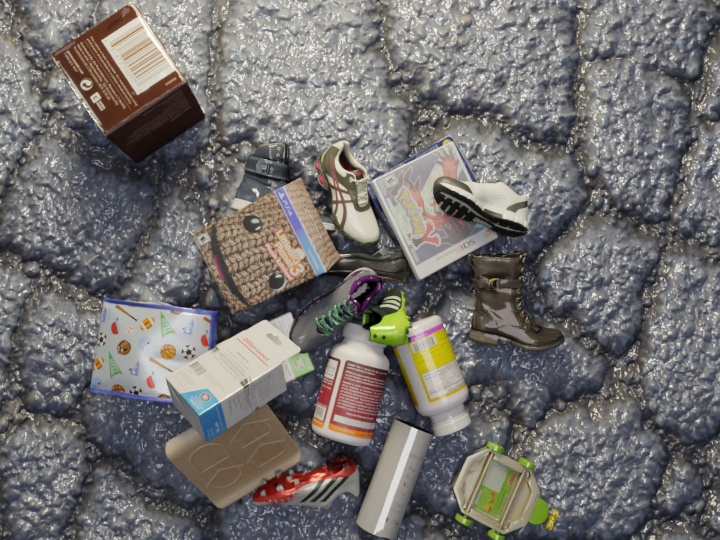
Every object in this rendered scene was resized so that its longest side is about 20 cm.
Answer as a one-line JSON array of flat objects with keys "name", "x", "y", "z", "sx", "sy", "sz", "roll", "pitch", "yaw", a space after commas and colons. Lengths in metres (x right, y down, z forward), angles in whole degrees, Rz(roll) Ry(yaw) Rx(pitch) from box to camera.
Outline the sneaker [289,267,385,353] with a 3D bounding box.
[{"name": "sneaker", "x": -0.043, "y": 0.069, "z": 1.184, "sx": 0.200, "sy": 0.087, "sz": 0.075, "roll": -44, "pitch": 102, "yaw": -8}]

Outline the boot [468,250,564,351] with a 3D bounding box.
[{"name": "boot", "x": 0.291, "y": 0.052, "z": 1.261, "sx": 0.197, "sy": 0.069, "sz": 0.177, "roll": 5, "pitch": 99, "yaw": -2}]

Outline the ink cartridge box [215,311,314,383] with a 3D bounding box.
[{"name": "ink cartridge box", "x": -0.194, "y": 0.169, "z": 1.237, "sx": 0.198, "sy": 0.067, "sz": 0.119, "roll": -25, "pitch": 87, "yaw": -5}]

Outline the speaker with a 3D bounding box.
[{"name": "speaker", "x": 0.063, "y": 0.374, "z": 1.231, "sx": 0.080, "sy": 0.081, "sz": 0.203, "roll": 21, "pitch": 84, "yaw": -2}]

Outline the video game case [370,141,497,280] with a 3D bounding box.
[{"name": "video game case", "x": 0.139, "y": -0.112, "z": 1.262, "sx": 0.180, "sy": 0.023, "sz": 0.202, "roll": -27, "pitch": 92, "yaw": -15}]

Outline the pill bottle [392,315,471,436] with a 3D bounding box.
[{"name": "pill bottle", "x": 0.132, "y": 0.192, "z": 1.239, "sx": 0.103, "sy": 0.104, "sz": 0.203, "roll": -20, "pitch": 87, "yaw": -5}]

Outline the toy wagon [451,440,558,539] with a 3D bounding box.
[{"name": "toy wagon", "x": 0.270, "y": 0.420, "z": 1.262, "sx": 0.198, "sy": 0.040, "sz": 0.157, "roll": 27, "pitch": 84, "yaw": -2}]

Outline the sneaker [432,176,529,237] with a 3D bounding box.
[{"name": "sneaker", "x": 0.222, "y": -0.131, "z": 1.247, "sx": 0.198, "sy": 0.074, "sz": 0.081, "roll": 22, "pitch": 66, "yaw": -17}]

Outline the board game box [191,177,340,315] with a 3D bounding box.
[{"name": "board game box", "x": -0.164, "y": -0.041, "z": 1.193, "sx": 0.198, "sy": 0.097, "sz": 0.161, "roll": -25, "pitch": 99, "yaw": 19}]

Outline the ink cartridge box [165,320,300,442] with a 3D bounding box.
[{"name": "ink cartridge box", "x": -0.203, "y": 0.176, "z": 1.121, "sx": 0.199, "sy": 0.069, "sz": 0.116, "roll": -30, "pitch": 44, "yaw": -30}]

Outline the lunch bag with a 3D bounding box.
[{"name": "lunch bag", "x": -0.350, "y": 0.143, "z": 1.196, "sx": 0.197, "sy": 0.124, "sz": 0.173, "roll": 4, "pitch": 86, "yaw": 12}]

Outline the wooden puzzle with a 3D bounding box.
[{"name": "wooden puzzle", "x": -0.220, "y": 0.313, "z": 1.198, "sx": 0.184, "sy": 0.046, "sz": 0.201, "roll": -30, "pitch": 130, "yaw": -6}]

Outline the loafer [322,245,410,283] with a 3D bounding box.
[{"name": "loafer", "x": 0.000, "y": 0.000, "z": 1.264, "sx": 0.197, "sy": 0.073, "sz": 0.074, "roll": -7, "pitch": 89, "yaw": -4}]

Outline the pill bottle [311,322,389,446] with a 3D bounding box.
[{"name": "pill bottle", "x": -0.011, "y": 0.202, "z": 1.224, "sx": 0.111, "sy": 0.113, "sz": 0.203, "roll": 15, "pitch": 85, "yaw": -2}]

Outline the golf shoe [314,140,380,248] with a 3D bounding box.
[{"name": "golf shoe", "x": -0.016, "y": -0.138, "z": 1.248, "sx": 0.077, "sy": 0.088, "sz": 0.202, "roll": -24, "pitch": 82, "yaw": -38}]

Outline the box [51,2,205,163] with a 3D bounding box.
[{"name": "box", "x": -0.398, "y": -0.320, "z": 1.197, "sx": 0.163, "sy": 0.200, "sz": 0.167, "roll": -35, "pitch": 88, "yaw": -6}]

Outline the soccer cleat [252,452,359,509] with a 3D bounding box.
[{"name": "soccer cleat", "x": -0.095, "y": 0.398, "z": 1.225, "sx": 0.197, "sy": 0.069, "sz": 0.086, "roll": -17, "pitch": 105, "yaw": -6}]

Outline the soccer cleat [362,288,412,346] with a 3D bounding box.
[{"name": "soccer cleat", "x": 0.043, "y": 0.077, "z": 1.197, "sx": 0.080, "sy": 0.200, "sz": 0.069, "roll": 4, "pitch": 105, "yaw": -3}]

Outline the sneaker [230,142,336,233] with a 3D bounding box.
[{"name": "sneaker", "x": -0.126, "y": -0.156, "z": 1.264, "sx": 0.199, "sy": 0.077, "sz": 0.148, "roll": 17, "pitch": 87, "yaw": -1}]

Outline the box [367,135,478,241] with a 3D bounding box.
[{"name": "box", "x": 0.117, "y": -0.159, "z": 1.302, "sx": 0.198, "sy": 0.032, "sz": 0.122, "roll": -30, "pitch": 88, "yaw": -6}]
